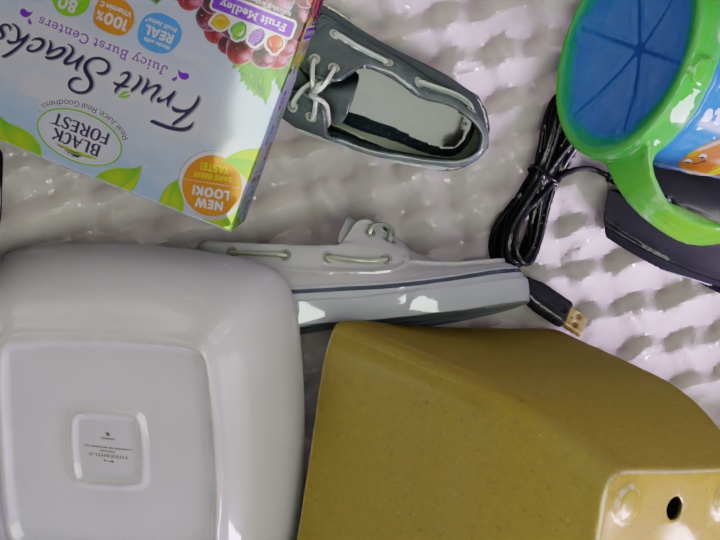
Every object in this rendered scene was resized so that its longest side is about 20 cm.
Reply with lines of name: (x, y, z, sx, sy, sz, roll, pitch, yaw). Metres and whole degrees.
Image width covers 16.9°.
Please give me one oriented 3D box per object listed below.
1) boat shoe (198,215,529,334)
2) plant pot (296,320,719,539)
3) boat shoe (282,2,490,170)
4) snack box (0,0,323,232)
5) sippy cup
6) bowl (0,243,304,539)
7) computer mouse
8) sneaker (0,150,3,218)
boat shoe: (0.000, 0.000, 1.422, 0.198, 0.074, 0.067, -5, 82, -9)
plant pot: (0.103, 0.146, 1.371, 0.194, 0.199, 0.196, 3, 98, -42)
boat shoe: (-0.014, -0.110, 1.400, 0.199, 0.062, 0.073, 22, 99, -15)
snack box: (-0.137, -0.124, 1.353, 0.199, 0.053, 0.143, 21, 100, 2)
sippy cup: (0.204, -0.112, 1.406, 0.130, 0.140, 0.179, 17, 103, -29)
bowl: (-0.136, 0.090, 1.385, 0.198, 0.075, 0.202, 3, 105, 12)
computer mouse: (0.178, -0.012, 1.469, 0.199, 0.046, 0.141, 29, 95, -16)
sneaker: (-0.239, 0.002, 1.371, 0.071, 0.083, 0.201, 26, 128, -8)
